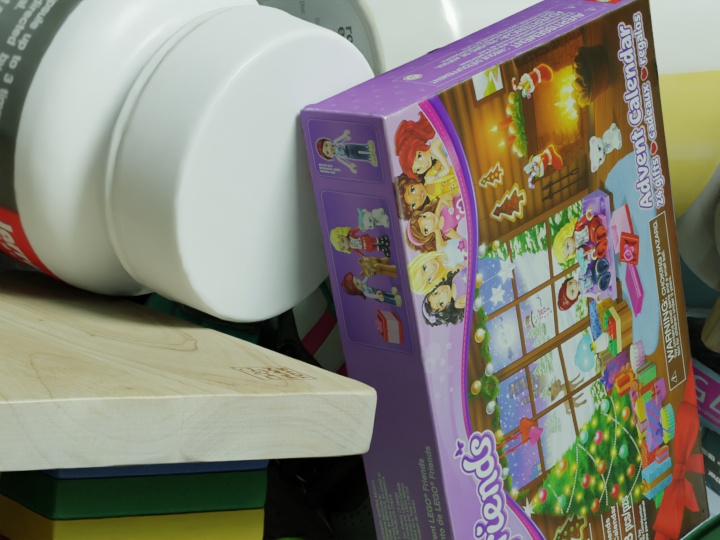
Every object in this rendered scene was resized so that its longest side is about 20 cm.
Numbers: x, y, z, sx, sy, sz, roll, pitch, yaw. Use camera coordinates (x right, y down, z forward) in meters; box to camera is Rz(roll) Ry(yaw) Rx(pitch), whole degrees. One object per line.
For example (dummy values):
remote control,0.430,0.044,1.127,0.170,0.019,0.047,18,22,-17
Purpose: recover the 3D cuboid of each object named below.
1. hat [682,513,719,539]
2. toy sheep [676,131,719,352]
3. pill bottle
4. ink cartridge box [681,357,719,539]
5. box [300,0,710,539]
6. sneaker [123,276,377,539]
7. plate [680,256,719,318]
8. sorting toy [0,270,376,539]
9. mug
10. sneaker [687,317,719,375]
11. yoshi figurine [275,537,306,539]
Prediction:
hat,0.157,0.166,0.726,0.166,0.200,0.176,60,8,4
toy sheep,0.176,-0.041,0.864,0.138,0.138,0.200,18,33,-29
pill bottle,-0.099,-0.058,0.721,0.200,0.114,0.114,23,26,35
ink cartridge box,0.112,0.104,0.888,0.119,0.042,0.200,32,41,-13
box,0.055,0.020,0.721,0.137,0.039,0.200,-28,117,-40
sneaker,-0.037,0.044,0.774,0.121,0.084,0.200,0,48,-47
plate,0.116,-0.024,0.974,0.200,0.026,0.200,11,27,-6
sorting toy,-0.134,0.049,0.620,0.199,0.200,0.070,1,99,-37
mug,0.046,-0.062,0.799,0.153,0.149,0.187,-8,52,-42
sneaker,0.252,0.055,0.969,0.114,0.073,0.200,-38,70,-12
yoshi figurine,-0.049,0.146,0.665,0.200,0.112,0.112,-29,92,-53
